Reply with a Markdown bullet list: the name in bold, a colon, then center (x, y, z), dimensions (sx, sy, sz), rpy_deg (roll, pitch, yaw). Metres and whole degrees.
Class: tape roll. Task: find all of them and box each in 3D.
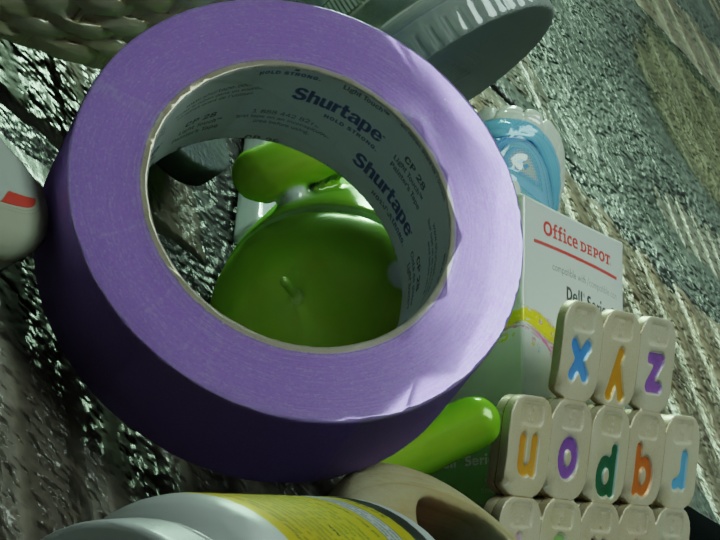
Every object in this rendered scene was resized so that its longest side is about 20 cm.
- **tape roll**: center (-0.034, -0.014, 1.205), dimensions (0.200, 0.066, 0.200), rpy_deg (9, 60, -16)

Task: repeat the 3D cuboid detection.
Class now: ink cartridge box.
- **ink cartridge box**: center (0.085, 0.033, 1.484), dimensions (0.117, 0.067, 0.200), rpy_deg (21, 65, -56)

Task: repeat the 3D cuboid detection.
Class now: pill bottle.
- **pill bottle**: center (-0.044, 0.135, 0.997), dimensions (0.114, 0.114, 0.200), rpy_deg (59, 17, 17)

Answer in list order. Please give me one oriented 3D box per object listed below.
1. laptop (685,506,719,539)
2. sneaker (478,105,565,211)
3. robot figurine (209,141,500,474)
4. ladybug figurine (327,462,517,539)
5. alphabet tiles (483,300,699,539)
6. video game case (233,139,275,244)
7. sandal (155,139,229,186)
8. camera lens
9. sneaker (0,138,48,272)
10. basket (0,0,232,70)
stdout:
- **laptop**: center (0.155, 0.190, 1.624), dimensions (0.187, 0.116, 0.200), rpy_deg (5, 80, -68)
- **sneaker**: center (0.086, 0.010, 1.636), dimensions (0.090, 0.078, 0.200), rpy_deg (-66, 145, -55)
- **robot figurine**: center (-0.007, 0.017, 1.336), dimensions (0.200, 0.115, 0.176), rpy_deg (-54, 126, -73)
- **ladybug figurine**: center (0.033, 0.155, 1.243), dimensions (0.200, 0.072, 0.136), rpy_deg (29, 30, -54)
- **alphabet tiles**: center (0.117, 0.117, 1.438), dimensions (0.200, 0.015, 0.196), rpy_deg (11, 85, -56)
- **video game case**: center (0.000, 0.000, 1.557), dimensions (0.182, 0.023, 0.200), rpy_deg (48, 17, -19)
- **sandal**: center (-0.103, -0.085, 1.429), dimensions (0.076, 0.043, 0.200), rpy_deg (57, 7, -16)
- **camera lens**: center (0.005, -0.199, 1.731), dimensions (0.200, 0.160, 0.160), rpy_deg (57, 17, 12)
- **sneaker**: center (-0.171, -0.071, 1.099), dimensions (0.200, 0.093, 0.070), rpy_deg (38, 22, -42)
- **basket**: center (-0.115, -0.209, 1.290), dimensions (0.200, 0.198, 0.161), rpy_deg (16, 41, -36)
